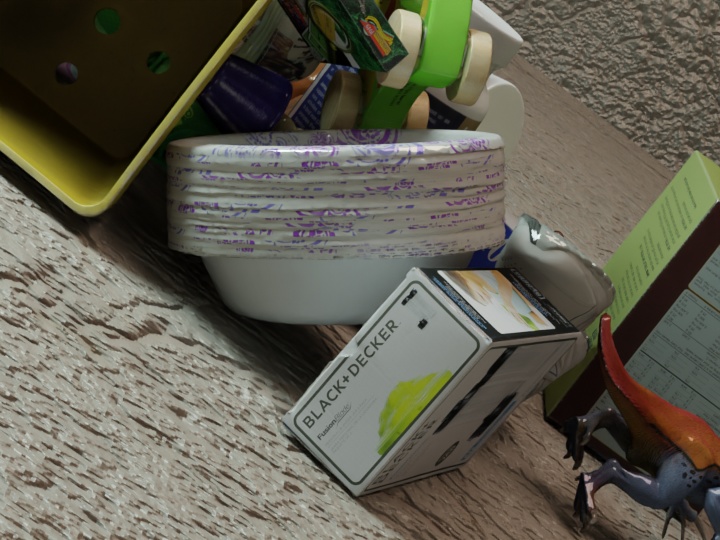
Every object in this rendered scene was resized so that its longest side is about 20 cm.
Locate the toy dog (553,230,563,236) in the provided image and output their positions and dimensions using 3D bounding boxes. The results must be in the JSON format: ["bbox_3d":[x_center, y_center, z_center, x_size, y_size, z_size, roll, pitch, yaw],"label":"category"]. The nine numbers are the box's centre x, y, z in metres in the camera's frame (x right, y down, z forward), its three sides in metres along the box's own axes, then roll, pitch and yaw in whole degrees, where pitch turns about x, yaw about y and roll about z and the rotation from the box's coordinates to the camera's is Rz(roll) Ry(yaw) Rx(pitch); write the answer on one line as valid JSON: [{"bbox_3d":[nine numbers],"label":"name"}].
[{"bbox_3d":[0.101,-0.021,1.805,0.132,0.097,0.200,24,19,-49],"label":"toy dog"}]

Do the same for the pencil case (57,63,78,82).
[{"bbox_3d":[-0.149,-0.149,1.592,0.199,0.088,0.088,32,13,-27],"label":"pencil case"}]

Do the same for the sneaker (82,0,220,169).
[{"bbox_3d":[-0.115,-0.118,1.510,0.201,0.074,0.084,55,16,-19],"label":"sneaker"}]

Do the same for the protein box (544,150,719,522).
[{"bbox_3d":[0.247,0.045,1.736,0.135,0.200,0.199,36,12,-5],"label":"protein box"}]

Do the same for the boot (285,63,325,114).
[{"bbox_3d":[-0.019,-0.174,1.817,0.156,0.200,0.077,50,-6,24],"label":"boot"}]

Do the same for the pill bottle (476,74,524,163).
[{"bbox_3d":[0.031,-0.147,1.911,0.199,0.120,0.119,28,5,34],"label":"pill bottle"}]

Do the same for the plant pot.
[{"bbox_3d":[-0.163,-0.162,1.386,0.200,0.200,0.176,38,-1,3],"label":"plant pot"}]

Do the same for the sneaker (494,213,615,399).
[{"bbox_3d":[0.106,0.037,1.475,0.074,0.087,0.200,36,-22,19],"label":"sneaker"}]

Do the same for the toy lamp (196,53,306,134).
[{"bbox_3d":[-0.021,-0.067,1.495,0.200,0.058,0.058,36,12,-21],"label":"toy lamp"}]

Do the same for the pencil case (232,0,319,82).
[{"bbox_3d":[-0.031,-0.198,1.499,0.078,0.200,0.089,45,54,6],"label":"pencil case"}]

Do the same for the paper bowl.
[{"bbox_3d":[-0.014,-0.028,1.366,0.199,0.105,0.201,-1,8,0],"label":"paper bowl"}]

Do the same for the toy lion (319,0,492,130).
[{"bbox_3d":[0.032,-0.184,1.515,0.068,0.193,0.200,12,-15,-15],"label":"toy lion"}]

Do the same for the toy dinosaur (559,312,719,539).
[{"bbox_3d":[0.224,0.137,1.490,0.180,0.201,0.105,2,39,-11],"label":"toy dinosaur"}]

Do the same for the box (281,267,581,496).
[{"bbox_3d":[0.044,0.059,1.314,0.060,0.117,0.200,45,12,14],"label":"box"}]

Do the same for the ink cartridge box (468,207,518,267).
[{"bbox_3d":[0.076,-0.005,1.684,0.044,0.094,0.200,23,18,-47],"label":"ink cartridge box"}]

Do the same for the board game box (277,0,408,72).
[{"bbox_3d":[-0.051,-0.205,1.385,0.201,0.023,0.105,55,-17,-21],"label":"board game box"}]

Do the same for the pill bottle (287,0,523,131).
[{"bbox_3d":[0.020,-0.113,1.664,0.115,0.200,0.116,35,13,-9],"label":"pill bottle"}]
